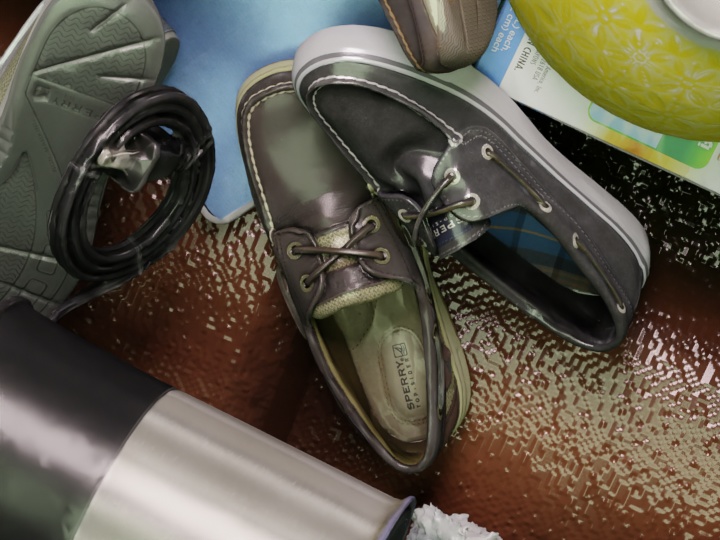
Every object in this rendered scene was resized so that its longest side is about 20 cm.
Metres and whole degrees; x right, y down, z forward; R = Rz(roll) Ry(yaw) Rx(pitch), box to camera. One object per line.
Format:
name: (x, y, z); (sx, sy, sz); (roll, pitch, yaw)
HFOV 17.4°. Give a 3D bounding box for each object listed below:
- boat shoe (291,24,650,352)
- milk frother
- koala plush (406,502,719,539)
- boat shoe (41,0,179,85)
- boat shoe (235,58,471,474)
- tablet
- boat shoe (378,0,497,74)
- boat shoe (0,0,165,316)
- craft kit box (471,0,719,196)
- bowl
boat shoe: (0.048, -0.029, 1.035); (0.200, 0.066, 0.070); (38, 133, -27)
milk frother: (-0.062, 0.056, 0.960); (0.188, 0.181, 0.200); (26, 120, 7)
koala plush: (0.094, 0.199, 1.082); (0.199, 0.184, 0.178); (22, 107, 13)
boat shoe: (-0.163, -0.055, 1.087); (0.071, 0.070, 0.201); (43, 111, 8)
boat shoe: (0.000, 0.000, 1.074); (0.073, 0.065, 0.200); (-23, 108, 11)
tablet: (-0.023, -0.123, 1.076); (0.200, 0.014, 0.130); (-33, 99, 14)
boat shoe: (-0.002, -0.167, 1.012); (0.073, 0.074, 0.201); (-28, 70, 26)
boat shoe: (-0.144, -0.046, 1.020); (0.074, 0.065, 0.202); (21, 114, -16)
craft kit box: (0.177, -0.134, 1.026); (0.197, 0.049, 0.200); (26, 106, -1)
bowl: (0.152, -0.140, 0.950); (0.199, 0.108, 0.201); (1, 105, 3)
